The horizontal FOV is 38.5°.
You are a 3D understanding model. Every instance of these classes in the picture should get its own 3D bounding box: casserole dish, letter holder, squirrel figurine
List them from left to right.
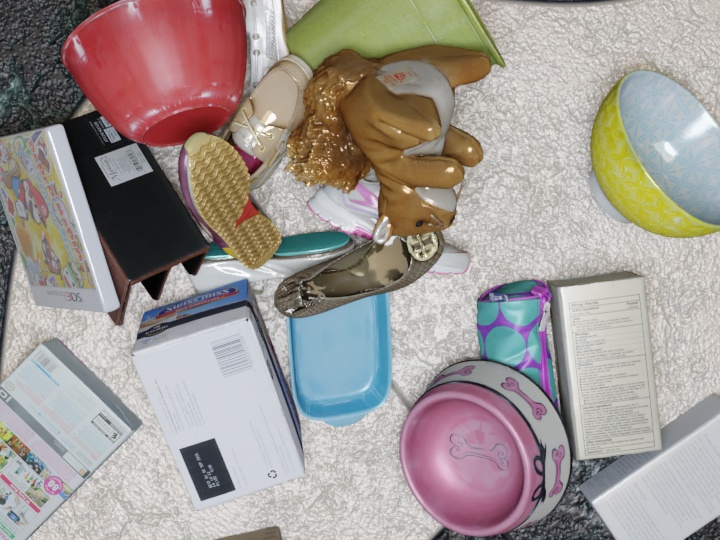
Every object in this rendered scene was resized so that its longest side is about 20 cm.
[{"bbox_3d":[-0.274,-0.057,1.159,0.100,0.142,0.200,-27,76,-29],"label":"letter holder"},{"bbox_3d":[-0.027,0.081,1.186,0.121,0.039,0.200,-8,109,-14],"label":"casserole dish"},{"bbox_3d":[0.026,-0.124,1.063,0.200,0.142,0.187,13,137,16],"label":"squirrel figurine"}]

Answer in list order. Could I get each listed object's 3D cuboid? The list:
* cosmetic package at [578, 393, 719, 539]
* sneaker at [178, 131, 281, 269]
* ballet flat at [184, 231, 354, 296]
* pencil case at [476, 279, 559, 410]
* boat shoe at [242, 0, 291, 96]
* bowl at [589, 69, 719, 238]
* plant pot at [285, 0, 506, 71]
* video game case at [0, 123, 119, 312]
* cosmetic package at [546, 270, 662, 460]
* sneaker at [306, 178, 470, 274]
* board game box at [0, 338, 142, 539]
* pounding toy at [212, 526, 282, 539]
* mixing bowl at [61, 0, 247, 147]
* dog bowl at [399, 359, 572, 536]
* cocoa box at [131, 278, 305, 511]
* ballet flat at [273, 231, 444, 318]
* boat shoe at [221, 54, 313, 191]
[{"bbox_3d":[0.371,0.245,1.211,0.200,0.071,0.102,-34,94,2],"label":"cosmetic package"},{"bbox_3d":[-0.157,-0.079,1.088,0.090,0.200,0.075,33,69,33],"label":"sneaker"},{"bbox_3d":[-0.103,-0.004,1.196,0.200,0.069,0.070,-6,94,4],"label":"ballet flat"},{"bbox_3d":[0.187,0.116,1.190,0.085,0.092,0.200,-14,98,-44],"label":"pencil case"},{"bbox_3d":[-0.119,-0.284,1.164,0.069,0.071,0.200,-10,96,-2],"label":"boat shoe"},{"bbox_3d":[0.321,-0.111,1.154,0.200,0.200,0.108,48,135,-4],"label":"bowl"},{"bbox_3d":[0.028,-0.257,1.126,0.190,0.200,0.200,-31,94,14],"label":"plant pot"},{"bbox_3d":[-0.340,-0.053,1.124,0.023,0.182,0.200,-24,106,-37],"label":"video game case"},{"bbox_3d":[0.279,0.107,1.191,0.103,0.087,0.200,-6,95,1],"label":"cosmetic package"},{"bbox_3d":[0.043,-0.061,1.178,0.200,0.081,0.088,28,95,-3],"label":"sneaker"},{"bbox_3d":[-0.379,0.201,1.202,0.200,0.064,0.148,-44,93,1],"label":"board game box"},{"bbox_3d":[-0.174,0.422,1.181,0.200,0.142,0.185,-13,94,0],"label":"pounding toy"},{"bbox_3d":[-0.199,-0.197,1.078,0.200,0.200,0.109,-19,81,1],"label":"mixing bowl"},{"bbox_3d":[0.130,0.205,1.152,0.200,0.074,0.201,9,107,34],"label":"dog bowl"},{"bbox_3d":[-0.153,0.134,1.145,0.133,0.131,0.200,-18,109,1],"label":"cocoa box"},{"bbox_3d":[0.000,0.000,1.116,0.200,0.046,0.068,-21,86,-5],"label":"ballet flat"},{"bbox_3d":[-0.110,-0.146,1.122,0.074,0.069,0.200,42,134,8],"label":"boat shoe"}]
